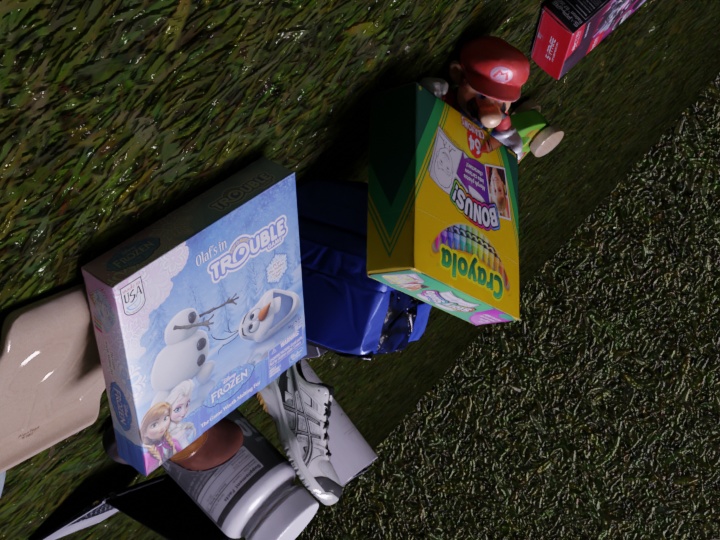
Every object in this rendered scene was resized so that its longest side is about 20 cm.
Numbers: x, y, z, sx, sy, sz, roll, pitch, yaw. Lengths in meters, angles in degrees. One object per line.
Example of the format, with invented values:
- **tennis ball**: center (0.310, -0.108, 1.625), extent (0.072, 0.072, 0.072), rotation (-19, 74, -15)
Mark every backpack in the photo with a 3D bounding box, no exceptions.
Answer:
- **backpack**: center (0.000, 0.000, 1.205), extent (0.200, 0.161, 0.170), rotation (6, 106, -67)

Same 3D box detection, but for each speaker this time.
- **speaker**: center (-0.066, 0.182, 1.517), extent (0.081, 0.201, 0.081), rotation (-37, 172, -6)

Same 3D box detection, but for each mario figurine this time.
- **mario figurine**: center (0.109, -0.148, 1.220), extent (0.123, 0.106, 0.200), rotation (-33, 166, -32)

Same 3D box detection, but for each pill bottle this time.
- **pill bottle**: center (-0.150, 0.244, 1.442), extent (0.114, 0.200, 0.114), rotation (-43, 165, -15)

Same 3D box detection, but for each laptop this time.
- **laptop**: center (-0.264, 0.321, 1.462), extent (0.199, 0.117, 0.187), rotation (-32, 170, 14)

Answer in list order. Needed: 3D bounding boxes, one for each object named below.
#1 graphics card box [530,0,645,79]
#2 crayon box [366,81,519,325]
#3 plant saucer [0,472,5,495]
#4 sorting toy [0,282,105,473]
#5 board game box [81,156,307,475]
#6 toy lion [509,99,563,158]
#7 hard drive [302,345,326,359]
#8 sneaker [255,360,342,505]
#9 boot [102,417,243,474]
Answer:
- **graphics card box**: center (0.282, -0.314, 1.352), extent (0.200, 0.051, 0.126), rotation (-43, 168, -9)
- **crayon box**: center (0.083, -0.056, 1.137), extent (0.058, 0.175, 0.199), rotation (-11, 160, 33)
- **plant saucer**: center (-0.385, 0.240, 1.064), extent (0.201, 0.039, 0.201), rotation (-41, 169, -10)
- **sorting toy**: center (-0.253, 0.080, 0.984), extent (0.184, 0.036, 0.201), rotation (-28, 155, -53)
- **board game box**: center (-0.129, 0.038, 1.005), extent (0.199, 0.043, 0.201), rotation (-36, 138, -36)
- **toy lion**: center (0.146, -0.121, 1.561), extent (0.191, 0.069, 0.201), rotation (-19, 153, -47)
- **hard drive**: center (-0.043, 0.055, 1.422), extent (0.139, 0.038, 0.199), rotation (-12, -167, 42)
- **sneaker**: center (-0.061, 0.178, 1.439), extent (0.087, 0.202, 0.076), rotation (-28, 174, -4)
- **boot**: center (-0.153, 0.140, 1.294), extent (0.187, 0.069, 0.200), rotation (18, 134, -41)
